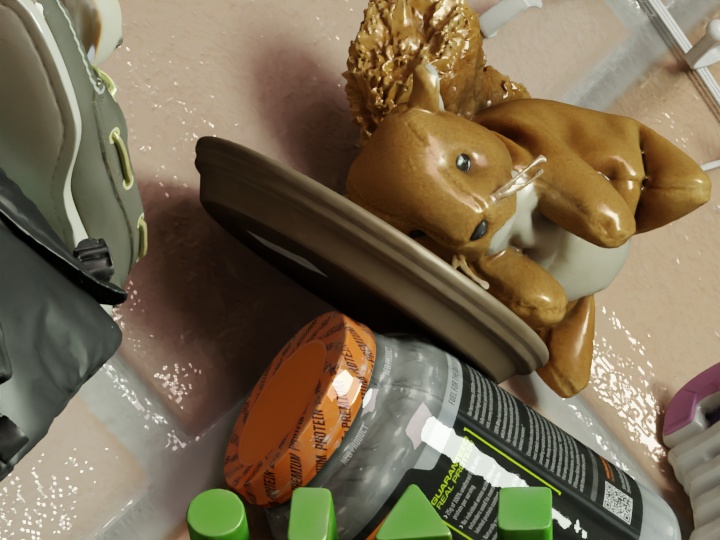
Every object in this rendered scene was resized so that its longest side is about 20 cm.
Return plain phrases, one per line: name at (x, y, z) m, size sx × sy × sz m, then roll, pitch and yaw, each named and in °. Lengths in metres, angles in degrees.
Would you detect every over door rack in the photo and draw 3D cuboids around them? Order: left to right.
over door rack at (0.181, -0.122, 1.730) m, size 0.200 × 0.067 × 0.148 m, roll -23°, pitch 76°, yaw -50°

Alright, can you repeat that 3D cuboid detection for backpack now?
backpack at (-0.209, -0.001, 1.215) m, size 0.200 × 0.126 × 0.167 m, roll 49°, pitch 22°, yaw -8°

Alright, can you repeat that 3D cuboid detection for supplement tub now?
supplement tub at (0.042, 0.112, 1.368) m, size 0.200 × 0.122 × 0.123 m, roll 35°, pitch 41°, yaw -19°

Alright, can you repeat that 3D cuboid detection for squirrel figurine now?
squirrel figurine at (0.049, -0.053, 1.490) m, size 0.186 × 0.142 × 0.200 m, roll 12°, pitch 33°, yaw -49°

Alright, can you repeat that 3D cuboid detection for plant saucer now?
plant saucer at (0.000, 0.000, 1.401) m, size 0.200 × 0.200 × 0.030 m, roll 35°, pitch 84°, yaw -18°

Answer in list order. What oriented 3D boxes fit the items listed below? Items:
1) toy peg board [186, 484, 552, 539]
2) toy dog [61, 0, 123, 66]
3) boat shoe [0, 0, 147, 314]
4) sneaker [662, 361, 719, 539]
toy peg board at (0.002, 0.181, 1.212) m, size 0.199 × 0.098 × 0.200 m, roll -1°, pitch 49°, yaw 5°
toy dog at (-0.188, -0.160, 1.358) m, size 0.193 × 0.140 × 0.201 m, roll -23°, pitch 77°, yaw -42°
boat shoe at (-0.138, -0.059, 1.294) m, size 0.072 × 0.202 × 0.060 m, roll 15°, pitch 48°, yaw 23°
sneaker at (0.218, 0.144, 1.550) m, size 0.088 × 0.080 × 0.201 m, roll 33°, pitch 41°, yaw -31°
